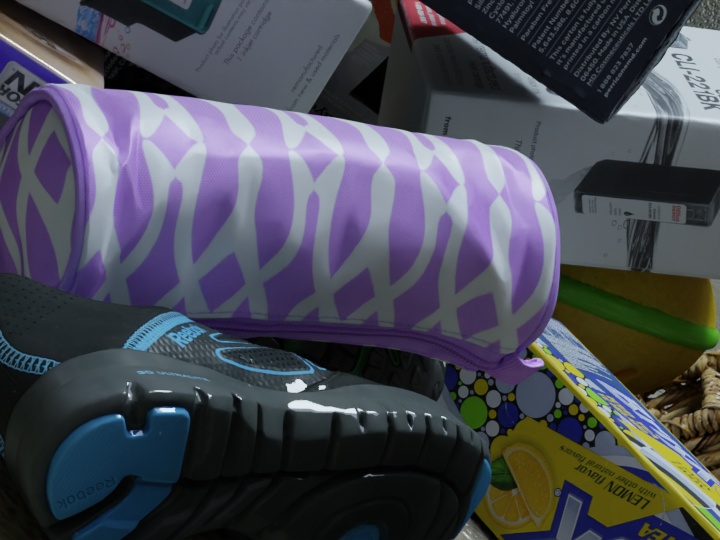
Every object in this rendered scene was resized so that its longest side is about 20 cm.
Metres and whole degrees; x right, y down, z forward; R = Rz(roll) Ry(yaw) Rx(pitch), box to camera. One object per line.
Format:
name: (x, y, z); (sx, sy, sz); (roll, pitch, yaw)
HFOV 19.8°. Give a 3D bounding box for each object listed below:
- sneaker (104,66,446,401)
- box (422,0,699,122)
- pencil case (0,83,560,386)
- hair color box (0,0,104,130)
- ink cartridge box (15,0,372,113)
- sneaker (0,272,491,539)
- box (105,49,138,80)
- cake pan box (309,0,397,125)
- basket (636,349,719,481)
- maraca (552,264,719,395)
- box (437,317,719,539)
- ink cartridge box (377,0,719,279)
sneaker: (-0.028, -0.011, 0.827); (0.200, 0.078, 0.085); (46, 14, 34)
box: (0.038, -0.173, 0.888); (0.199, 0.105, 0.148); (29, 12, -38)
pencil case: (-0.028, -0.010, 0.683); (0.199, 0.084, 0.086); (3, 64, -31)
hair color box: (-0.159, -0.097, 0.806); (0.109, 0.065, 0.200); (33, 15, -18)
ink cartridge box: (-0.105, -0.136, 0.785); (0.199, 0.067, 0.116); (27, 13, -33)
sneaker: (-0.034, 0.045, 0.621); (0.200, 0.073, 0.082); (24, 17, -50)
box: (-0.128, -0.160, 1.021); (0.199, 0.105, 0.148); (30, 15, -32)
cake pan box: (0.006, -0.146, 1.219); (0.200, 0.052, 0.184); (36, -31, -13)
basket: (0.222, 0.073, 1.070); (0.149, 0.143, 0.200); (39, 12, 5)
maraca: (0.124, 0.010, 1.113); (0.136, 0.108, 0.200); (24, 5, -2)
box: (0.104, 0.100, 0.812); (0.064, 0.070, 0.200); (19, 22, -50)
ink cartridge box: (0.116, -0.066, 1.020); (0.198, 0.084, 0.145); (6, 25, -8)
